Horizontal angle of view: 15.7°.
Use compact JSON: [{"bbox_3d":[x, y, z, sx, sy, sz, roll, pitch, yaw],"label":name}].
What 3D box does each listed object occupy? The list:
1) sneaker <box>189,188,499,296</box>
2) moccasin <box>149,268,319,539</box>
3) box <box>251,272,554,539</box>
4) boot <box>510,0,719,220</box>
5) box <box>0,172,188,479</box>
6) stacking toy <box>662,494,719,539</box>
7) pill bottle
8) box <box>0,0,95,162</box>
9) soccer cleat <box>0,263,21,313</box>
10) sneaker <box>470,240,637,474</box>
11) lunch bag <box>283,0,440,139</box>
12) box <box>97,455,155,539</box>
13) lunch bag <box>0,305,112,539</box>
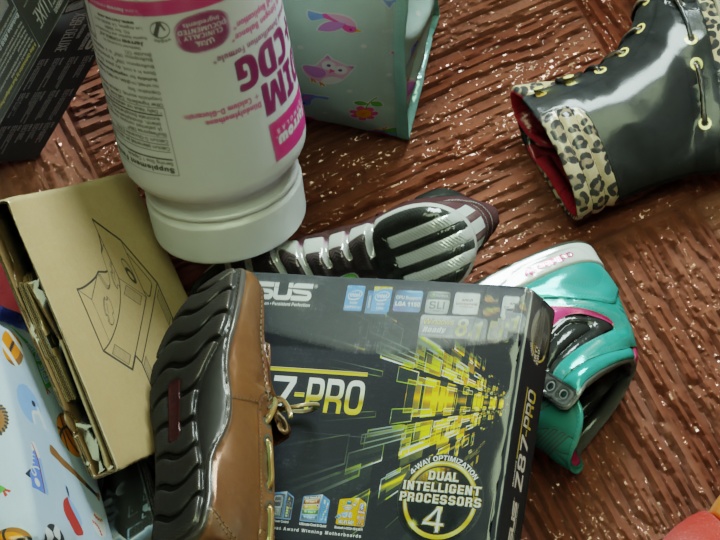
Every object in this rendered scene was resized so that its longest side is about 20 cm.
[{"bbox_3d":[0.000,0.000,1.611,0.200,0.116,0.076,-15,98,28],"label":"sneaker"},{"bbox_3d":[-0.071,0.086,1.465,0.074,0.078,0.201,-35,40,29],"label":"moccasin"},{"bbox_3d":[0.003,0.087,1.501,0.200,0.049,0.161,4,72,25],"label":"box"},{"bbox_3d":[0.167,-0.133,1.662,0.150,0.073,0.200,-22,71,-8],"label":"boot"},{"bbox_3d":[-0.142,0.027,1.509,0.021,0.200,0.164,-23,89,17],"label":"box"},{"bbox_3d":[0.184,0.201,1.461,0.200,0.146,0.146,-24,66,-7],"label":"stacking toy"},{"bbox_3d":[-0.094,-0.111,1.534,0.113,0.200,0.113,-7,36,5],"label":"pill bottle"},{"bbox_3d":[-0.215,-0.188,1.636,0.050,0.200,0.158,-8,59,-36],"label":"box"},{"bbox_3d":[-0.236,0.036,1.536,0.067,0.200,0.077,4,48,-21],"label":"soccer cleat"},{"bbox_3d":[0.083,0.077,1.562,0.200,0.084,0.121,-29,60,-9],"label":"sneaker"},{"bbox_3d":[-0.039,-0.182,1.622,0.170,0.200,0.122,10,66,9],"label":"lunch bag"},{"bbox_3d":[-0.185,0.183,1.509,0.164,0.086,0.200,-18,65,1],"label":"box"},{"bbox_3d":[-0.255,0.128,1.435,0.200,0.124,0.170,-24,64,17],"label":"lunch bag"}]
